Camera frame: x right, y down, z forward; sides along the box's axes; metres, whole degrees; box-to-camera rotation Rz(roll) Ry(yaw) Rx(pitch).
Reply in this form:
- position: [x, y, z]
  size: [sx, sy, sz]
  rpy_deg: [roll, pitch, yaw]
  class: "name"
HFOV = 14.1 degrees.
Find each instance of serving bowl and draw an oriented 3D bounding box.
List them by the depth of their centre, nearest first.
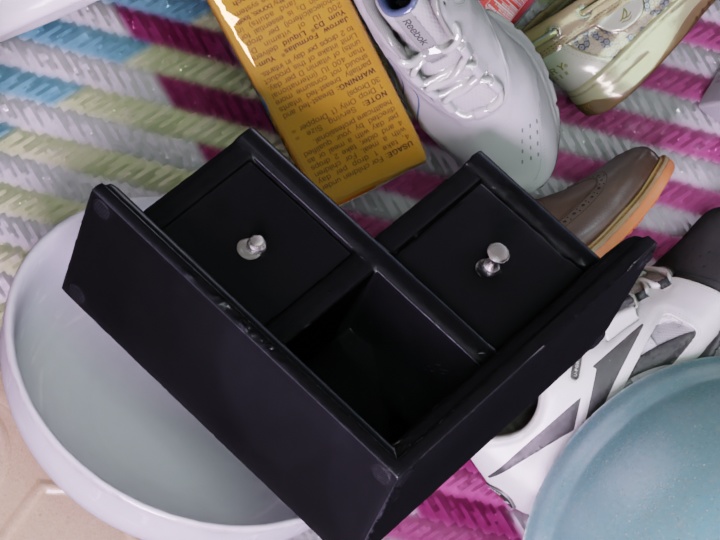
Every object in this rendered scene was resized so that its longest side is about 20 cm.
- position: [-0.088, 0.061, 1.444]
  size: [0.200, 0.066, 0.200]
  rpy_deg: [14, 48, -17]
  class: "serving bowl"

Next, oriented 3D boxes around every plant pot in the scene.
- position: [0.200, 0.161, 1.475]
  size: [0.200, 0.134, 0.201]
  rpy_deg: [-10, 113, -24]
  class: "plant pot"

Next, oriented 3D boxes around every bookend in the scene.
- position: [0.000, 0.000, 1.407]
  size: [0.199, 0.092, 0.200]
  rpy_deg: [43, 56, 13]
  class: "bookend"

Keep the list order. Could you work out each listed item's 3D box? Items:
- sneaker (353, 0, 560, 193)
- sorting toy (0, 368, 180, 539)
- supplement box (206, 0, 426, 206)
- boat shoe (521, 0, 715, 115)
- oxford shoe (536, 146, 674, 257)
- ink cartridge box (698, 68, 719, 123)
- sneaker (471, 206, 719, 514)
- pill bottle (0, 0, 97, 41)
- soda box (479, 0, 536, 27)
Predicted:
- position: [0.034, -0.115, 1.438]
  size: [0.074, 0.087, 0.200]
  rpy_deg: [-29, 109, 15]
  class: "sneaker"
- position: [-0.195, 0.144, 1.428]
  size: [0.185, 0.036, 0.200]
  rpy_deg: [35, 65, 3]
  class: "sorting toy"
- position: [-0.039, -0.131, 1.454]
  size: [0.069, 0.067, 0.200]
  rpy_deg: [-30, 114, 1]
  class: "supplement box"
- position: [0.167, -0.173, 1.535]
  size: [0.063, 0.073, 0.200]
  rpy_deg: [42, 81, -13]
  class: "boat shoe"
- position: [0.074, -0.015, 1.513]
  size: [0.200, 0.071, 0.073]
  rpy_deg: [-35, 93, -12]
  class: "oxford shoe"
- position: [0.283, -0.149, 1.525]
  size: [0.083, 0.147, 0.200]
  rpy_deg: [34, 83, -12]
  class: "ink cartridge box"
- position: [0.129, 0.036, 1.523]
  size: [0.088, 0.074, 0.200]
  rpy_deg: [38, 81, -13]
  class: "sneaker"
- position: [-0.183, -0.219, 1.426]
  size: [0.114, 0.114, 0.200]
  rpy_deg: [-25, 95, -13]
  class: "pill bottle"
- position: [0.011, -0.203, 1.497]
  size: [0.200, 0.070, 0.063]
  rpy_deg: [41, 81, -11]
  class: "soda box"
